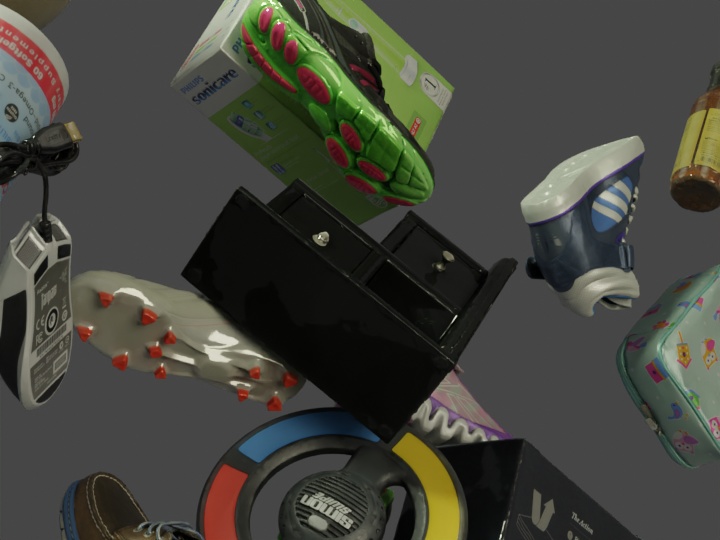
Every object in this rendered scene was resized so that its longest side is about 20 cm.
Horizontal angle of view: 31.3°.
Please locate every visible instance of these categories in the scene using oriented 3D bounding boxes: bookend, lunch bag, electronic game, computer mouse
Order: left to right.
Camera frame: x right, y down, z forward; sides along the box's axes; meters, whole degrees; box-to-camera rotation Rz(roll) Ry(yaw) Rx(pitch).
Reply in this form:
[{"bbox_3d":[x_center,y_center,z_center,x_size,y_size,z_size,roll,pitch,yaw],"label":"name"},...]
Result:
[{"bbox_3d":[-0.225,0.000,0.853,0.110,0.044,0.201,-57,157,-64],"label":"computer mouse"},{"bbox_3d":[-0.021,0.181,0.939,0.199,0.042,0.201,0,46,0],"label":"electronic game"},{"bbox_3d":[0.000,0.000,1.003,0.199,0.092,0.200,39,29,3],"label":"bookend"},{"bbox_3d":[0.353,0.101,1.317,0.200,0.077,0.161,-41,102,-40],"label":"lunch bag"}]

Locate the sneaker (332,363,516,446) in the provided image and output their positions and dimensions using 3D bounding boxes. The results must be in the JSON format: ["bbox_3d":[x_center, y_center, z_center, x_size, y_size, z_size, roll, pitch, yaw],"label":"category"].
[{"bbox_3d":[0.070,0.116,1.085,0.200,0.080,0.089,31,50,-26],"label":"sneaker"}]

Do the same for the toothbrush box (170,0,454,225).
[{"bbox_3d":[-0.036,-0.155,1.085,0.200,0.086,0.146,40,54,-22],"label":"toothbrush box"}]

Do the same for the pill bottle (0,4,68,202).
[{"bbox_3d":[-0.282,-0.076,0.843,0.109,0.109,0.201,38,55,-23],"label":"pill bottle"}]

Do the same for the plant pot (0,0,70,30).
[{"bbox_3d":[-0.262,-0.282,0.916,0.200,0.134,0.201,15,65,-35],"label":"plant pot"}]

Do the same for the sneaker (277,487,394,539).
[{"bbox_3d":[-0.029,0.243,0.972,0.200,0.076,0.084,-59,140,-39],"label":"sneaker"}]

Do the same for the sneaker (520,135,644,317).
[{"bbox_3d":[0.242,-0.036,1.282,0.200,0.080,0.147,-36,106,-44],"label":"sneaker"}]

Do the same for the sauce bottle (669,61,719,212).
[{"bbox_3d":[0.400,-0.157,1.454,0.066,0.066,0.200,40,55,-21],"label":"sauce bottle"}]

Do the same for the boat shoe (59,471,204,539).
[{"bbox_3d":[-0.130,0.202,0.840,0.072,0.072,0.200,23,26,-53],"label":"boat shoe"}]

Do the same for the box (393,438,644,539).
[{"bbox_3d":[0.121,0.269,1.023,0.197,0.117,0.201,42,53,-33],"label":"box"}]

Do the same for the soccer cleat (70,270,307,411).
[{"bbox_3d":[-0.130,0.044,0.961,0.199,0.069,0.078,24,31,-24],"label":"soccer cleat"}]

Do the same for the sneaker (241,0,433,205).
[{"bbox_3d":[-0.003,-0.138,0.988,0.200,0.077,0.084,52,53,-9],"label":"sneaker"}]
